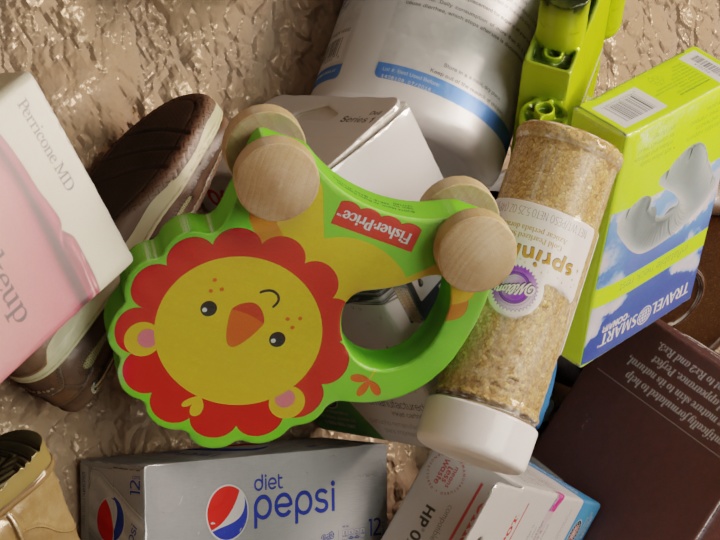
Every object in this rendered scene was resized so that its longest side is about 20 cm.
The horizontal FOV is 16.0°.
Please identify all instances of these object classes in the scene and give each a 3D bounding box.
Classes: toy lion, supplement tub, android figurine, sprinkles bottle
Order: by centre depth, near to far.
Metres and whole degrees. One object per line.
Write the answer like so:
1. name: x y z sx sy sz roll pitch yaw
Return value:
1. toy lion: -0.036 0.018 1.439 0.199 0.069 0.193 19 110 -19
2. sprinkles bottle: 0.094 0.015 1.495 0.068 0.068 0.201 27 77 -40
3. android figurine: 0.130 -0.123 1.620 0.201 0.041 0.183 93 16 -47
4. supplement tub: 0.053 -0.159 1.625 0.132 0.131 0.201 35 66 -38

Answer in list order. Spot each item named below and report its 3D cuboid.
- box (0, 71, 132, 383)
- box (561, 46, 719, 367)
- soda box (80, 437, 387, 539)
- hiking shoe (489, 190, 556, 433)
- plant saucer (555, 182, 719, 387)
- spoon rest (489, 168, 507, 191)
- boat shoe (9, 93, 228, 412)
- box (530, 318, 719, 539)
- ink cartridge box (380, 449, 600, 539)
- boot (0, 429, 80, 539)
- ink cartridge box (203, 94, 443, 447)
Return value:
1. box: -0.240 0.002 1.349 0.200 0.109 0.128 -45 118 -35
2. box: 0.172 -0.031 1.619 0.122 0.048 0.201 -28 139 -39
3. soda box: -0.073 0.141 1.539 0.199 0.063 0.069 -2 92 -44
4. hiking shoe: 0.090 0.031 1.682 0.087 0.074 0.201 -32 134 -44
5. plant saucer: 0.206 0.012 1.757 0.199 0.032 0.201 -18 135 -19
6. spoon rest: 0.141 -0.042 1.745 0.199 0.099 0.061 -8 76 -32
7. boat shoe: -0.134 -0.008 1.484 0.203 0.074 0.075 -54 127 -17
8. box: 0.243 0.154 1.739 0.199 0.166 0.165 28 97 -43
9. ink cartridge box: 0.068 0.173 1.600 0.116 0.068 0.200 -61 156 3
10. boot: -0.196 0.215 1.417 0.175 0.066 0.201 -37 119 -28
11. ink cartridge box: 0.000 0.000 1.556 0.084 0.146 0.201 -40 115 -28
